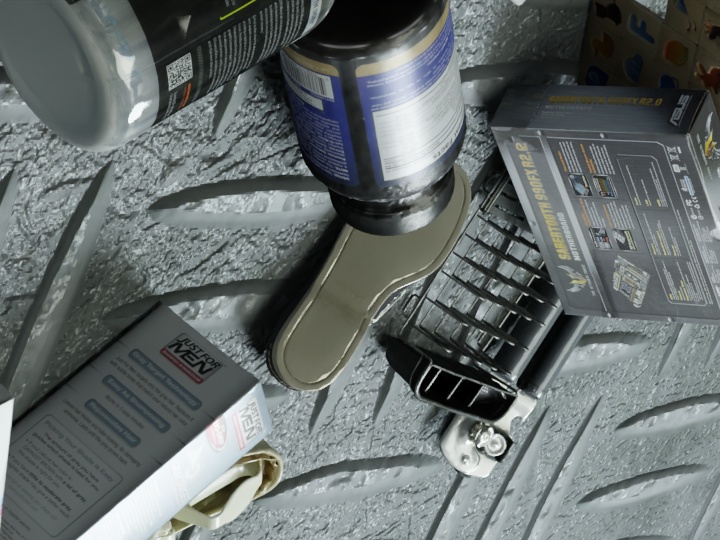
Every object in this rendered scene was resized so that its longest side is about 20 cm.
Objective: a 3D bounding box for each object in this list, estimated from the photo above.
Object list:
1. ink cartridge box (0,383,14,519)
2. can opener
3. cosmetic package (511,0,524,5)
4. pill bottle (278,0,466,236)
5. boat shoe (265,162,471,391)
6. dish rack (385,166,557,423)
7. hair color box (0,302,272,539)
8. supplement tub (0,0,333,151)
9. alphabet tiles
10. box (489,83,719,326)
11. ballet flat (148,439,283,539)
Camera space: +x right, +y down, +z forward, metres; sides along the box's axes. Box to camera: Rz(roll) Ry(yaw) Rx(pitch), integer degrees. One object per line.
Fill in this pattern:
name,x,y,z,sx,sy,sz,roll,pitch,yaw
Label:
ink cartridge box,-0.296,0.129,1.416,0.144,0.145,0.201,-24,138,-40
can opener,0.126,0.076,2.047,0.053,0.066,0.200,33,92,-20
cosmetic package,0.063,-0.234,1.537,0.074,0.102,0.200,-50,166,6
pill bottle,0.009,-0.115,1.620,0.112,0.112,0.200,-40,148,-21
boat shoe,0.000,0.000,1.801,0.200,0.073,0.063,-52,-167,-13
dish rack,0.108,0.012,1.946,0.200,0.054,0.153,-57,150,6
hair color box,-0.163,0.122,1.638,0.200,0.099,0.061,-41,147,-21
supplement tub,-0.098,-0.161,1.416,0.200,0.122,0.123,-33,144,-29
alphabet tiles,0.225,-0.144,1.835,0.008,0.167,0.201,-29,142,-33
box,0.199,-0.046,1.859,0.048,0.158,0.200,-60,140,-35
ballet flat,-0.133,0.163,1.755,0.200,0.069,0.070,-27,141,-37
